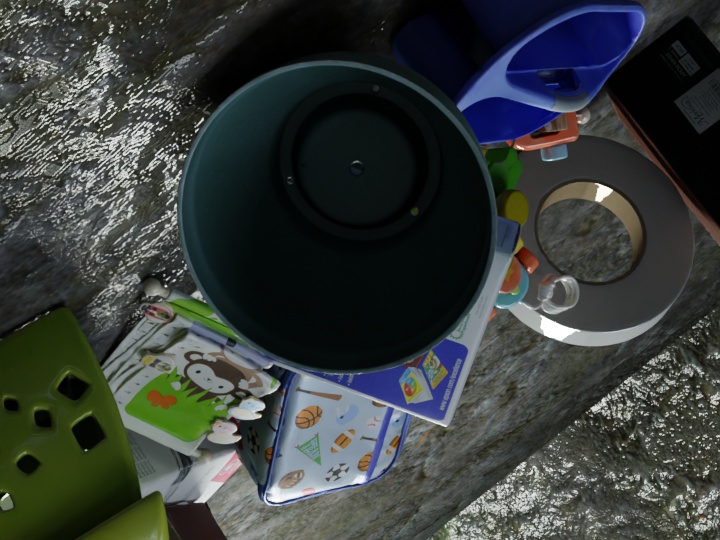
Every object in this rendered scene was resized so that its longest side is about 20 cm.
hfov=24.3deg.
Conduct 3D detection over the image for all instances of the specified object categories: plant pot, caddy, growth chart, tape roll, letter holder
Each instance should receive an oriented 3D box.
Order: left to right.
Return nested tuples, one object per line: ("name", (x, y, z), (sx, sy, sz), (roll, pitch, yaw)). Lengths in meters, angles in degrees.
("plant pot", (-0.243, 0.176, 1.203), (0.198, 0.182, 0.200), (-31, 163, -16))
("growth chart", (-0.136, 0.084, 1.318), (0.143, 0.018, 0.200), (21, 138, -16))
("plant pot", (-0.008, -0.053, 1.080), (0.200, 0.200, 0.134), (-41, -169, 19))
("caddy", (0.117, -0.151, 1.164), (0.141, 0.105, 0.199), (-47, 161, 30))
("tape roll", (0.207, -0.029, 1.542), (0.202, 0.204, 0.037), (-31, 164, -19))
("letter holder", (0.333, -0.112, 1.569), (0.100, 0.201, 0.142), (-37, 165, 5))

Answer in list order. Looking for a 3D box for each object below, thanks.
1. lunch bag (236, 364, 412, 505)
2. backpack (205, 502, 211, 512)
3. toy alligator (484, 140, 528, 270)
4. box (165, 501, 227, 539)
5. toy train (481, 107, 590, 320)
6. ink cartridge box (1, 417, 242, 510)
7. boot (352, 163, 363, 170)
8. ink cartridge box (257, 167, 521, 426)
("lunch bag", (-0.018, 0.108, 1.441), (0.159, 0.076, 0.201), (-7, 135, -28))
("backpack", (-0.246, 0.330, 1.736), (0.200, 0.135, 0.182), (-41, 163, 27))
("toy alligator", (0.095, -0.060, 1.303), (0.059, 0.202, 0.054), (0, 154, 45))
("box", (-0.129, 0.306, 1.468), (0.075, 0.201, 0.100), (-36, 166, 11))
("toy train", (0.134, -0.055, 1.383), (0.149, 0.203, 0.056), (-7, -171, -17))
("ink cartridge box", (-0.202, 0.178, 1.475), (0.145, 0.085, 0.199), (-47, 163, 33))
("boot", (0.034, -0.053, 1.289), (0.200, 0.096, 0.073), (-44, 163, 27))
("ink cartridge box", (-0.001, 0.012, 1.247), (0.199, 0.198, 0.047), (106, 6, -47))
